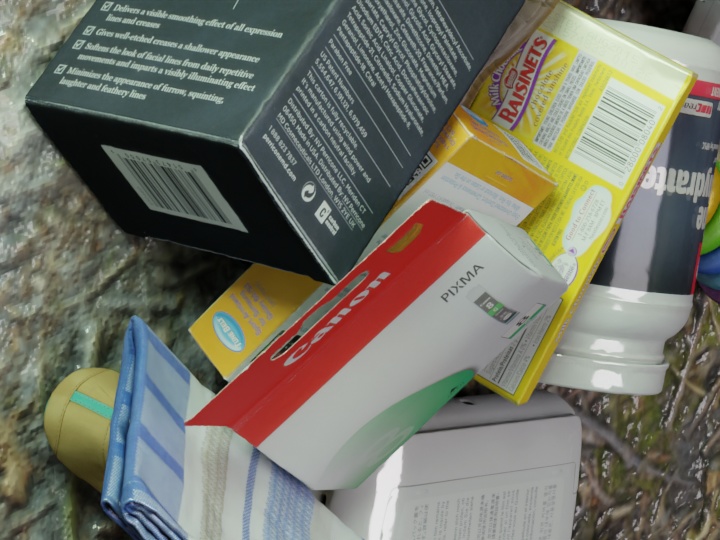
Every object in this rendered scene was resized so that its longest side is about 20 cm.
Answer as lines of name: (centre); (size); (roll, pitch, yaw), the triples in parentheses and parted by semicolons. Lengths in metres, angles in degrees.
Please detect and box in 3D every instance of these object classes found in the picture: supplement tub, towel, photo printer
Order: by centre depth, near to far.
towel: (-0.050, 0.127, 1.178); (0.200, 0.024, 0.147); (48, 22, -27)
supplement tub: (0.128, -0.040, 1.388); (0.140, 0.140, 0.202); (4, 97, -49)
photo printer: (0.038, 0.156, 1.390); (0.199, 0.069, 0.168); (-4, 103, -48)

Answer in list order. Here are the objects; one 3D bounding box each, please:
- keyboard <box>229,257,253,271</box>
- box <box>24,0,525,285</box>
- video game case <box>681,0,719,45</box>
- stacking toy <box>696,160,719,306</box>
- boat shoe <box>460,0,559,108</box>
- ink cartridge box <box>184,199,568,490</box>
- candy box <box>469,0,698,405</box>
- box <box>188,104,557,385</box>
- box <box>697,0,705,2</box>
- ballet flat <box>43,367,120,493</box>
keyboard: (-0.012, -0.072, 1.312); (0.104, 0.040, 0.200); (46, 64, -19)
box: (-0.035, -0.112, 1.174); (0.201, 0.148, 0.107); (-57, 136, -21)
video game case: (0.254, -0.223, 1.491); (0.183, 0.024, 0.200); (-57, 173, -23)
stacking toy: (0.209, -0.039, 1.536); (0.200, 0.085, 0.086); (30, 77, -44)
boat shoe: (0.025, -0.106, 1.276); (0.200, 0.066, 0.074); (-41, 106, -8)
ink cartridge box: (0.015, 0.040, 1.200); (0.161, 0.050, 0.200); (-43, 168, 9)
candy box: (0.090, -0.040, 1.313); (0.201, 0.102, 0.026); (-62, 162, 10)
box: (0.000, 0.000, 1.254); (0.200, 0.042, 0.119); (-42, 155, 12)
box: (0.126, -0.251, 1.342); (0.199, 0.043, 0.161); (14, 97, -31)
ballet flat: (-0.085, 0.115, 1.243); (0.200, 0.063, 0.069); (40, 70, -47)
